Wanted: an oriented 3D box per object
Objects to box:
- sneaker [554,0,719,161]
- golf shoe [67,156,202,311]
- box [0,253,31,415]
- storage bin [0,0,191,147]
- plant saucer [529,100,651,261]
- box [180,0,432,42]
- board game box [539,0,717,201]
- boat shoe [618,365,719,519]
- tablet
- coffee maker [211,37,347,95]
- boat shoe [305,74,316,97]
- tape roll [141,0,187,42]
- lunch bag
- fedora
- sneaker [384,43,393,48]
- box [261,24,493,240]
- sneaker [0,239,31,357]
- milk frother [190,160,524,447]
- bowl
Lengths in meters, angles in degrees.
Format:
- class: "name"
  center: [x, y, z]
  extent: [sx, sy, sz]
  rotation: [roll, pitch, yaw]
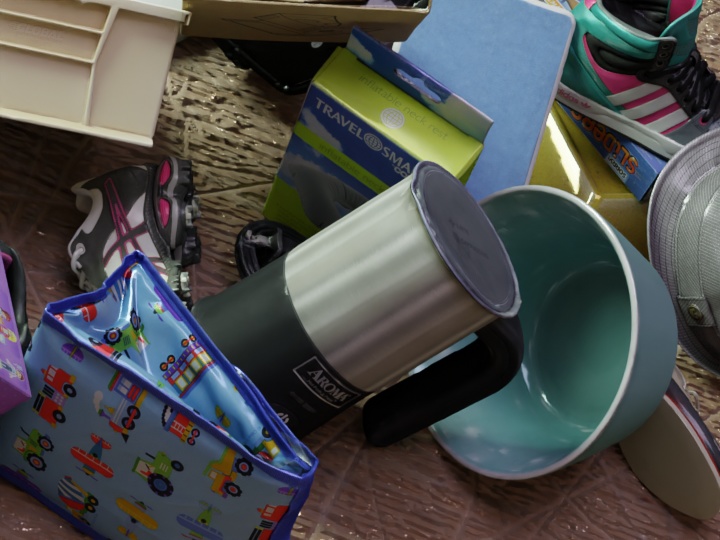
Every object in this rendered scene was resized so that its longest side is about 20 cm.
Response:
- class: "sneaker"
  center: [0.241, -0.157, 1.779]
  extent: [0.199, 0.121, 0.084]
  rotation: [22, 45, -7]
- class: "golf shoe"
  center: [-0.152, 0.013, 1.587]
  extent: [0.088, 0.077, 0.200]
  rotation: [-4, 49, 1]
- class: "box"
  center: [-0.282, 0.024, 1.450]
  extent: [0.039, 0.137, 0.200]
  rotation: [40, 24, -50]
- class: "storage bin"
  center: [-0.239, -0.156, 1.593]
  extent: [0.198, 0.094, 0.200]
  rotation: [11, 6, -19]
- class: "plant saucer"
  center: [0.209, -0.096, 1.881]
  extent: [0.199, 0.049, 0.200]
  rotation: [-3, 52, -30]
- class: "box"
  center: [-0.040, -0.176, 1.603]
  extent: [0.163, 0.200, 0.021]
  rotation: [3, 88, -5]
- class: "board game box"
  center: [0.213, -0.152, 1.874]
  extent: [0.135, 0.034, 0.200]
  rotation: [-17, 61, -38]
- class: "boat shoe"
  center: [0.207, 0.091, 1.693]
  extent: [0.062, 0.071, 0.200]
  rotation: [-14, 54, -40]
- class: "tablet"
  center: [0.074, -0.112, 1.746]
  extent: [0.130, 0.201, 0.014]
  rotation: [16, 4, -13]
- class: "coffee maker"
  center: [-0.056, -0.266, 1.777]
  extent: [0.134, 0.192, 0.200]
  rotation: [-12, 38, 20]
- class: "boat shoe"
  center: [0.039, -0.076, 1.700]
  extent: [0.062, 0.072, 0.200]
  rotation: [-51, 118, -32]
- class: "tape roll"
  center: [-0.199, -0.252, 1.820]
  extent: [0.202, 0.037, 0.203]
  rotation: [15, 45, -16]
- class: "lunch bag"
  center: [-0.115, 0.116, 1.435]
  extent: [0.200, 0.151, 0.094]
  rotation: [42, 44, 13]
- class: "fedora"
  center: [0.309, -0.008, 1.747]
  extent: [0.176, 0.090, 0.201]
  rotation: [-21, 104, -26]
- class: "sneaker"
  center: [0.025, -0.148, 1.828]
  extent: [0.083, 0.077, 0.200]
  rotation: [-5, 48, -8]
- class: "box"
  center: [0.009, -0.069, 1.636]
  extent: [0.122, 0.200, 0.048]
  rotation: [35, 58, 7]
- class: "sneaker"
  center: [-0.250, 0.000, 1.517]
  extent: [0.080, 0.086, 0.200]
  rotation: [-3, 52, -39]
- class: "milk frother"
  center: [0.000, 0.000, 1.576]
  extent: [0.180, 0.188, 0.200]
  rotation: [31, 34, -52]
- class: "bowl"
  center: [0.139, 0.047, 1.628]
  extent: [0.105, 0.201, 0.201]
  rotation: [10, 43, -47]
